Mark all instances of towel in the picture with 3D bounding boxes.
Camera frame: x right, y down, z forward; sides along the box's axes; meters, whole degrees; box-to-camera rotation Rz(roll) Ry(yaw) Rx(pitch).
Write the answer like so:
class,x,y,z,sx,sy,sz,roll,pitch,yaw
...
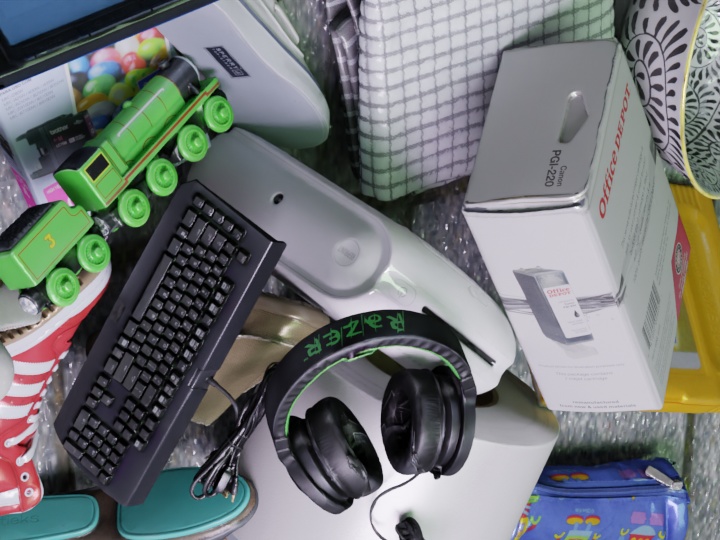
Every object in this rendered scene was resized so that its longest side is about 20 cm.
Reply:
class,x,y,z,sx,sy,sz,roll,pitch,yaw
towel,0.070,-0.149,1.436,0.199,0.086,0.167,-22,127,-23

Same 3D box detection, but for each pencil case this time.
class,x,y,z,sx,sy,sz,roll,pitch,yaw
pencil case,0.167,0.181,1.684,0.199,0.078,0.087,4,143,-35

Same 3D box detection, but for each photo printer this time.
class,x,y,z,sx,sy,sz,roll,pitch,yaw
photo printer,0.000,0.000,1.384,0.070,0.200,0.166,-55,138,-2

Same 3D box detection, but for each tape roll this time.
class,x,y,z,sx,sy,sz,roll,pitch,yaw
tape roll,0.017,0.126,1.478,0.202,0.203,0.140,12,110,-37

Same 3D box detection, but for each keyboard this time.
class,x,y,z,sx,sy,sz,roll,pitch,yaw
keyboard,-0.102,0.059,1.316,0.201,0.127,0.021,-60,164,21

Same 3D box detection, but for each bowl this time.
class,x,y,z,sx,sy,sz,roll,pitch,yaw
bowl,0.229,-0.158,1.505,0.200,0.094,0.202,-33,132,-45

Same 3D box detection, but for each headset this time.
class,x,y,z,sx,sy,sz,roll,pitch,yaw
headset,0.016,0.110,1.301,0.123,0.094,0.201,-18,137,-3

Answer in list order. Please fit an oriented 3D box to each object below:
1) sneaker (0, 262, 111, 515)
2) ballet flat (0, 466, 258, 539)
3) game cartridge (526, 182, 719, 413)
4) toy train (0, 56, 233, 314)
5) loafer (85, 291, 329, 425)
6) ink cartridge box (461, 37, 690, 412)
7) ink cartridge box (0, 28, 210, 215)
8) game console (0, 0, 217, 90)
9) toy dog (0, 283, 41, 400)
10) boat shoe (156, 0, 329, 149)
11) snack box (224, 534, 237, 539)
class,x,y,z,sx,sy,sz,roll,pitch,yaw
sneaker,-0.213,0.075,1.387,0.200,0.071,0.113,-41,127,3
ballet flat,-0.158,0.174,1.444,0.198,0.073,0.073,-8,126,9
game cartridge,0.190,0.014,1.558,0.199,0.177,0.032,3,154,-34
toy train,-0.145,-0.054,1.287,0.057,0.042,0.200,54,53,-22
loafer,-0.096,0.061,1.379,0.076,0.199,0.068,18,66,-40
ink cartridge box,0.142,-0.026,1.402,0.201,0.084,0.146,65,31,-44
ink cartridge box,-0.174,-0.130,1.317,0.119,0.042,0.201,-31,127,-15
game console,-0.174,-0.217,1.207,0.199,0.171,0.119,-24,149,-14
toy dog,-0.253,0.015,1.271,0.131,0.201,0.097,-9,142,0
boat shoe,-0.067,-0.145,1.356,0.200,0.073,0.066,56,40,-57
snack box,-0.021,0.241,1.556,0.053,0.142,0.200,-49,131,3
